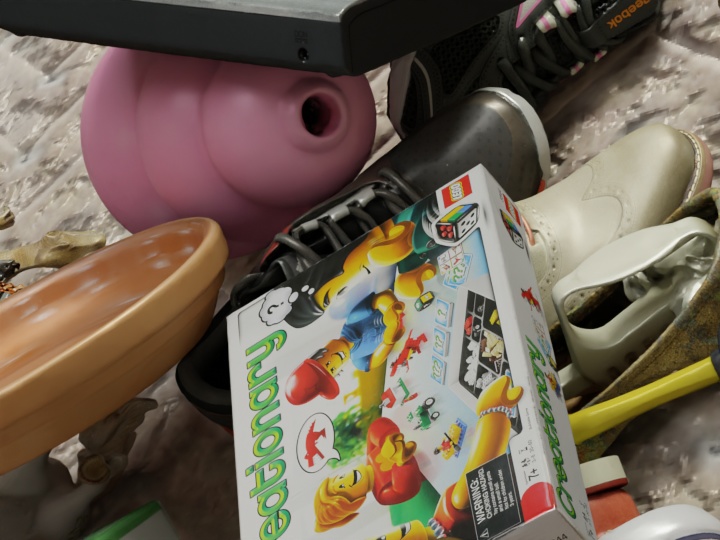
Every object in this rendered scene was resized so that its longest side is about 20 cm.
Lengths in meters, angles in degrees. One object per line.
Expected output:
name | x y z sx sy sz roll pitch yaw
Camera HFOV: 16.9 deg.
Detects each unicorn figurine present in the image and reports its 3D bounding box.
unicorn figurine | -0.186 0.122 1.092 0.074 0.199 0.137 70 156 16

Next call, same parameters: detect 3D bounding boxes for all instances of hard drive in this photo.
hard drive | -0.045 -0.126 1.067 0.199 0.033 0.139 10 25 36

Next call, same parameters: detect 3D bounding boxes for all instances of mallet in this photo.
mallet | 0.083 0.056 0.890 0.199 0.066 0.041 -24 81 8

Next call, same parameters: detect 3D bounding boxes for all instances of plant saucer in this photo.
plant saucer | -0.139 0.042 1.028 0.200 0.038 0.200 -28 12 6

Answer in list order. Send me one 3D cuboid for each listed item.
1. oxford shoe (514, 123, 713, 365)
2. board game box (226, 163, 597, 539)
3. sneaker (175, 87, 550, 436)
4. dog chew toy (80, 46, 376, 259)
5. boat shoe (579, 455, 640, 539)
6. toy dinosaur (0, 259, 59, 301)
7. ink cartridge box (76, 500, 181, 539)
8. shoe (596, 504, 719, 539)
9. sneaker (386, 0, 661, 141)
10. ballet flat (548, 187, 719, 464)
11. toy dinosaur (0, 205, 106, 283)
oxford shoe | 0.059 0.004 1.001 0.200 0.074 0.071 -43 34 2
board game box | 0.013 0.058 0.897 0.126 0.035 0.200 -31 34 17
sneaker | 0.000 0.000 1.041 0.200 0.082 0.077 -47 69 10
dog chew toy | -0.054 -0.067 1.122 0.125 0.124 0.200 -54 18 -14
boat shoe | 0.022 0.132 0.917 0.200 0.071 0.063 -25 80 25
toy dinosaur | -0.222 0.050 1.210 0.199 0.102 0.136 -20 44 15
ink cartridge box | -0.167 0.186 0.983 0.200 0.084 0.146 -29 1 23
shoe | 0.074 0.177 0.814 0.200 0.071 0.091 -49 35 3
sneaker | 0.089 -0.123 1.106 0.086 0.080 0.200 19 74 41
ballet flat | 0.082 0.038 0.949 0.200 0.071 0.071 -38 35 10
toy dinosaur | -0.229 0.028 1.289 0.200 0.058 0.101 -44 35 1
